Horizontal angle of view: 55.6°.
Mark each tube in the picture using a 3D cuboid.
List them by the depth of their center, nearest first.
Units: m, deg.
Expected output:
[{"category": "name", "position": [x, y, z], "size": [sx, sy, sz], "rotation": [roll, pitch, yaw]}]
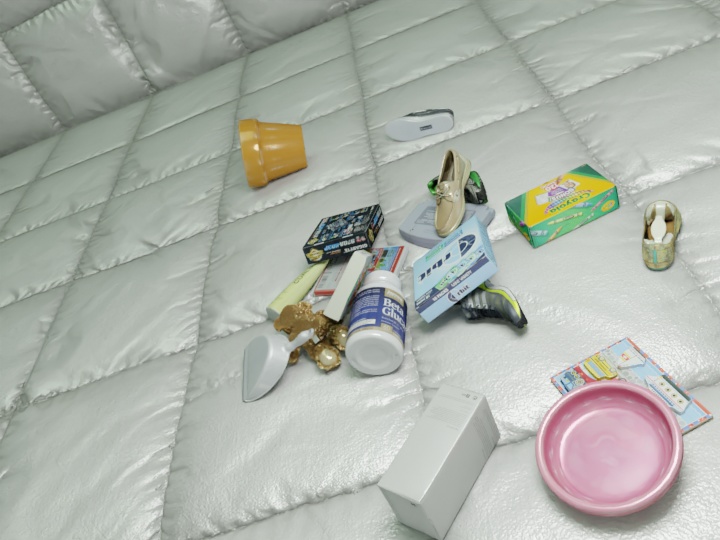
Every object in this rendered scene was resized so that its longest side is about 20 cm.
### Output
[{"category": "tube", "position": [-0.139, 0.035, 1.568], "size": [0.058, 0.052, 0.200], "rotation": [20, 53, 29]}]

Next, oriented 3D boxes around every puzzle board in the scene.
[{"category": "puzzle board", "position": [0.410, 0.192, 1.055], "size": [0.150, 0.017, 0.200], "rotation": [-28, 36, -3]}]

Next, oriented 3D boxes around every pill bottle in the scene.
[{"category": "pill bottle", "position": [0.035, 0.094, 1.330], "size": [0.111, 0.111, 0.200], "rotation": [-13, 37, 18]}]

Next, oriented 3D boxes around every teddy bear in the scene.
[{"category": "teddy bear", "position": [-0.091, 0.135, 1.405], "size": [0.199, 0.067, 0.146], "rotation": [7, 64, 36]}]

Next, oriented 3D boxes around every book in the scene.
[{"category": "book", "position": [-0.022, 0.023, 1.369], "size": [0.134, 0.048, 0.200], "rotation": [-64, -3, 5]}]

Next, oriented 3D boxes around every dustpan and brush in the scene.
[{"category": "dustpan and brush", "position": [-0.166, 0.166, 1.369], "size": [0.200, 0.057, 0.140], "rotation": [-46, 36, 37]}]

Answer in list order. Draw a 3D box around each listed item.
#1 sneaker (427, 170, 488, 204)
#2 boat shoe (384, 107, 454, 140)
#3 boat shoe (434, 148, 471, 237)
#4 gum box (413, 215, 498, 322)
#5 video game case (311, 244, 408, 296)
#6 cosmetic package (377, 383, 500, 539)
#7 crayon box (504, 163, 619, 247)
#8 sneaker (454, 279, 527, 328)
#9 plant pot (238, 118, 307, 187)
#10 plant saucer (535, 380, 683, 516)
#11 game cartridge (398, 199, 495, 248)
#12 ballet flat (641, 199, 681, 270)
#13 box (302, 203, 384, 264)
[{"category": "sneaker", "position": [0.227, -0.184, 1.590], "size": [0.085, 0.078, 0.200], "rotation": [-28, 21, -15]}, {"category": "boat shoe", "position": [0.169, -0.425, 1.949], "size": [0.199, 0.072, 0.068], "rotation": [-8, 40, 19]}, {"category": "boat shoe", "position": [0.192, -0.172, 1.507], "size": [0.072, 0.065, 0.201], "rotation": [-4, 64, 46]}, {"category": "gum box", "position": [0.182, -0.007, 1.347], "size": [0.170, 0.045, 0.200], "rotation": [-39, 18, 19]}, {"category": "video game case", "position": [0.000, 0.000, 1.554], "size": [0.199, 0.017, 0.143], "rotation": [-4, 40, 29]}, {"category": "cosmetic package", "position": [0.124, 0.286, 1.035], "size": [0.085, 0.108, 0.200], "rotation": [11, 48, 40]}, {"category": "crayon box", "position": [0.421, -0.138, 1.435], "size": [0.199, 0.058, 0.119], "rotation": [-26, 35, 0]}, {"category": "sneaker", "position": [0.237, 0.068, 1.286], "size": [0.081, 0.074, 0.200], "rotation": [-40, 30, -9]}, {"category": "plant pot", "position": [-0.257, -0.361, 2.047], "size": [0.182, 0.201, 0.201], "rotation": [-9, 35, -4]}, {"category": "plant saucer", "position": [0.351, 0.253, 0.965], "size": [0.200, 0.051, 0.201], "rotation": [-22, 41, 20]}, {"category": "game cartridge", "position": [0.191, -0.104, 1.555], "size": [0.199, 0.041, 0.133], "rotation": [11, 46, 41]}, {"category": "ballet flat", "position": [0.561, -0.087, 1.277], "size": [0.070, 0.071, 0.200], "rotation": [-2, 41, 29]}, {"category": "box", "position": [-0.037, -0.090, 1.624], "size": [0.158, 0.046, 0.200], "rotation": [-14, 21, 16]}]
